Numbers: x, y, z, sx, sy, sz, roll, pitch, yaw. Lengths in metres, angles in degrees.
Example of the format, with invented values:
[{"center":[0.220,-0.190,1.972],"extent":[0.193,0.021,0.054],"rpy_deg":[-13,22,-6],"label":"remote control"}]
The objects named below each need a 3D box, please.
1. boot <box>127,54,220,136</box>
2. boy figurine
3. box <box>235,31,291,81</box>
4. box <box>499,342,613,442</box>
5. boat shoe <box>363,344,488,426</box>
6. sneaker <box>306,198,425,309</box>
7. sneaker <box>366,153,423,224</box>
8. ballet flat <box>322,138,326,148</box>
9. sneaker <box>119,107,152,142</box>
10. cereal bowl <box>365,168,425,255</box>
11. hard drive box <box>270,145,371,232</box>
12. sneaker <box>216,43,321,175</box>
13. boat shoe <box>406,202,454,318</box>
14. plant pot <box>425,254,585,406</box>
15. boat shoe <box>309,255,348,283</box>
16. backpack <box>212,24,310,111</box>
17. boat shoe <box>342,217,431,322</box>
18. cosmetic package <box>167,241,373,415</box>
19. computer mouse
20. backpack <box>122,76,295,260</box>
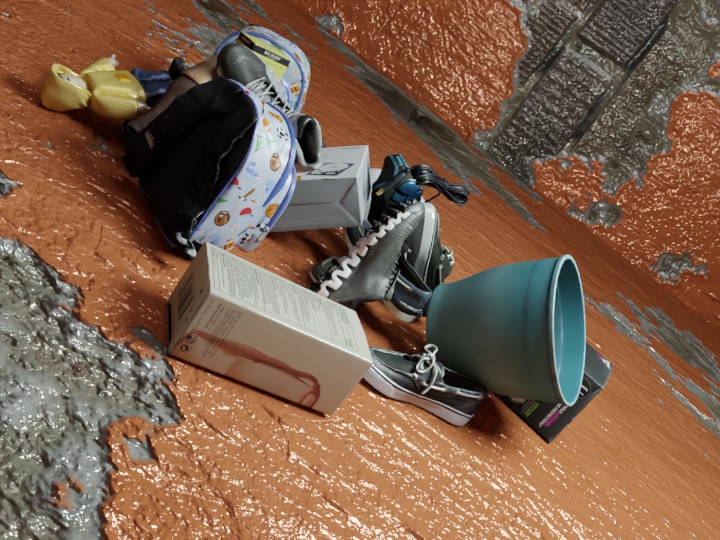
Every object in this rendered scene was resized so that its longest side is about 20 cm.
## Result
[{"center":[-0.217,-0.181,1.124],"extent":[0.072,0.166,0.200],"rpy_deg":[28,-23,42],"label":"boot"},{"center":[-0.333,-0.253,1.093],"extent":[0.199,0.065,0.125],"rpy_deg":[-9,53,-33],"label":"boy figurine"},{"center":[-0.188,-0.249,1.207],"extent":[0.075,0.200,0.050],"rpy_deg":[11,26,-48],"label":"box"},{"center":[0.276,0.140,1.265],"extent":[0.200,0.124,0.148],"rpy_deg":[44,21,13],"label":"box"},{"center":[0.080,0.135,1.031],"extent":[0.199,0.068,0.074],"rpy_deg":[31,21,-20],"label":"boat shoe"},{"center":[0.024,-0.008,1.086],"extent":[0.091,0.200,0.066],"rpy_deg":[46,2,-11],"label":"sneaker"},{"center":[0.048,-0.099,1.297],"extent":[0.073,0.200,0.082],"rpy_deg":[-2,52,-22],"label":"sneaker"},{"center":[-0.076,-0.178,1.388],"extent":[0.066,0.057,0.200],"rpy_deg":[11,-28,26],"label":"ballet flat"},{"center":[-0.284,-0.228,1.170],"extent":[0.074,0.088,0.200],"rpy_deg":[34,20,-9],"label":"sneaker"},{"center":[0.069,-0.108,1.452],"extent":[0.200,0.083,0.200],"rpy_deg":[45,18,-19],"label":"cereal bowl"},{"center":[-0.068,-0.128,1.223],"extent":[0.155,0.077,0.200],"rpy_deg":[-3,21,5],"label":"hard drive box"},{"center":[-0.106,-0.216,1.064],"extent":[0.115,0.075,0.200],"rpy_deg":[11,-42,59],"label":"sneaker"},{"center":[0.105,-0.015,1.205],"extent":[0.063,0.201,0.071],"rpy_deg":[-3,38,-8],"label":"boat shoe"},{"center":[0.198,0.081,1.112],"extent":[0.187,0.201,0.200],"rpy_deg":[-1,3,27],"label":"plant pot"},{"center":[0.000,0.000,1.201],"extent":[0.067,0.057,0.200],"rpy_deg":[49,23,27],"label":"boat shoe"},{"center":[-0.178,-0.300,1.327],"extent":[0.199,0.191,0.154],"rpy_deg":[24,18,-11],"label":"backpack"},{"center":[0.038,-0.017,1.157],"extent":[0.075,0.062,0.200],"rpy_deg":[11,37,-40],"label":"boat shoe"},{"center":[-0.097,0.065,0.858],"extent":[0.200,0.087,0.103],"rpy_deg":[26,22,-26],"label":"cosmetic package"},{"center":[0.060,-0.078,1.217],"extent":[0.140,0.200,0.046],"rpy_deg":[27,38,-44],"label":"computer mouse"},{"center":[-0.166,-0.127,0.983],"extent":[0.154,0.191,0.200],"rpy_deg":[13,30,-50],"label":"backpack"}]
